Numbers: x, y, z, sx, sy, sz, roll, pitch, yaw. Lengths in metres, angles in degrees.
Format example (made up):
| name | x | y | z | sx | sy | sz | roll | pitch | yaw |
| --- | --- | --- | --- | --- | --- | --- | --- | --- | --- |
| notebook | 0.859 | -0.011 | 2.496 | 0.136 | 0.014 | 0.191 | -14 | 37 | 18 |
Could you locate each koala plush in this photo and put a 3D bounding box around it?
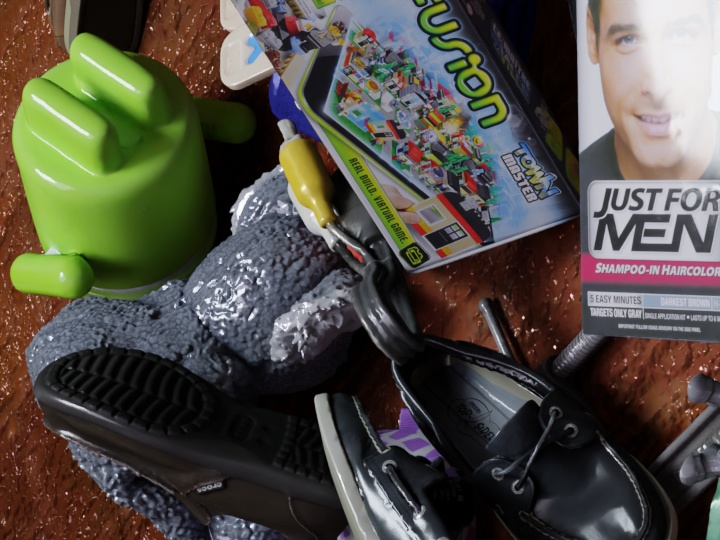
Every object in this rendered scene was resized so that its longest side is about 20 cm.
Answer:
| name | x | y | z | sx | sy | sz | roll | pitch | yaw |
| --- | --- | --- | --- | --- | --- | --- | --- | --- | --- |
| koala plush | -0.074 | 0.042 | 1.521 | 0.200 | 0.183 | 0.178 | -43 | 33 | 16 |

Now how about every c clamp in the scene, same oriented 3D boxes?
| name | x | y | z | sx | sy | sz | roll | pitch | yaw |
| --- | --- | --- | --- | --- | --- | --- | --- | --- | --- |
| c clamp | 0.138 | 0.045 | 1.335 | 0.200 | 0.027 | 0.172 | -45 | 59 | 47 |

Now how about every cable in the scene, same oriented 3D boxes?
| name | x | y | z | sx | sy | sz | roll | pitch | yaw |
| --- | --- | --- | --- | --- | --- | --- | --- | --- | --- |
| cable | 0.000 | 0.000 | 1.409 | 0.050 | 0.097 | 0.201 | -28 | 39 | 11 |

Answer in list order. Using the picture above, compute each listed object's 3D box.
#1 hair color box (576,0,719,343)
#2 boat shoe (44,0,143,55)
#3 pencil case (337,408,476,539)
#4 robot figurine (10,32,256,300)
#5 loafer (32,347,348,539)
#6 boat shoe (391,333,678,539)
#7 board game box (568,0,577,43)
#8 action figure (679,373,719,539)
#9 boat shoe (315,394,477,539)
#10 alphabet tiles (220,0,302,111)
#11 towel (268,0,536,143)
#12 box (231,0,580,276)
| name | x | y | z | sx | sy | sz | roll | pitch | yaw |
| --- | --- | --- | --- | --- | --- | --- | --- | --- | --- |
| hair color box | 0.156 | -0.069 | 1.201 | 0.099 | 0.060 | 0.202 | 2 | 93 | 47 |
| boat shoe | -0.174 | -0.232 | 1.684 | 0.068 | 0.072 | 0.201 | 44 | 127 | 40 |
| pencil case | 0.026 | 0.187 | 1.465 | 0.083 | 0.085 | 0.202 | 7 | 102 | 15 |
| robot figurine | -0.151 | -0.056 | 1.602 | 0.115 | 0.176 | 0.201 | 31 | 153 | 23 |
| loafer | -0.092 | 0.106 | 1.417 | 0.199 | 0.073 | 0.072 | 21 | 122 | 10 |
| boat shoe | 0.083 | 0.089 | 1.331 | 0.074 | 0.066 | 0.199 | -44 | 46 | 0 |
| board game box | 0.188 | -0.105 | 1.229 | 0.199 | 0.028 | 0.136 | -17 | 81 | 46 |
| action figure | 0.239 | 0.092 | 1.178 | 0.199 | 0.054 | 0.119 | 12 | 106 | 42 |
| boat shoe | 0.032 | 0.131 | 1.301 | 0.200 | 0.066 | 0.075 | -116 | 4 | -48 |
| alphabet tiles | 0.003 | -0.179 | 1.411 | 0.195 | 0.015 | 0.201 | -24 | 50 | 26 |
| towel | 0.023 | -0.124 | 1.458 | 0.200 | 0.049 | 0.149 | 34 | 128 | 46 |
| box | 0.027 | -0.095 | 1.325 | 0.109 | 0.200 | 0.035 | -19 | 33 | 24 |
